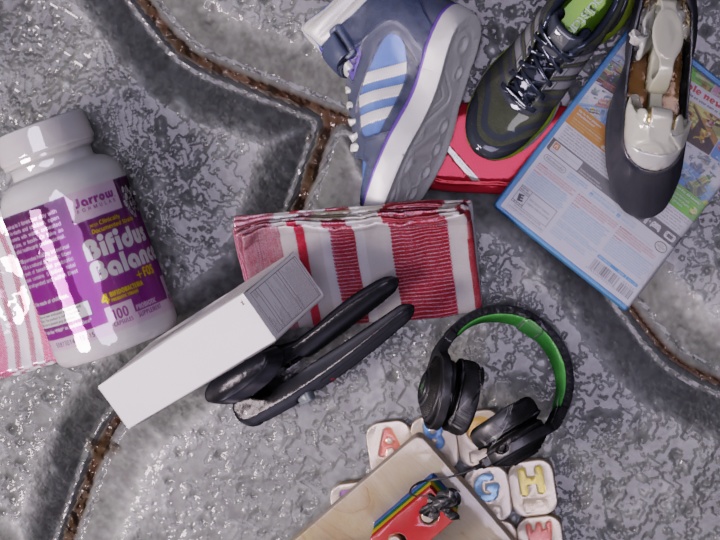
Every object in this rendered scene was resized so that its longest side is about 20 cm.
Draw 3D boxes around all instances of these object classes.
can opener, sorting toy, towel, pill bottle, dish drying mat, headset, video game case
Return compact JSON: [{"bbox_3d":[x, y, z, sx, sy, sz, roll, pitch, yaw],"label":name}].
[{"bbox_3d":[-0.037,0.073,1.517,0.199,0.079,0.064,-29,89,20],"label":"can opener"},{"bbox_3d":[0.041,0.282,1.537,0.199,0.070,0.200,-41,94,10],"label":"sorting toy"},{"bbox_3d":[0.000,0.000,1.500,0.198,0.023,0.145,-5,141,5],"label":"towel"},{"bbox_3d":[-0.238,-0.029,1.516,0.111,0.112,0.202,-20,95,7],"label":"pill bottle"},{"bbox_3d":[-0.364,0.036,1.576,0.198,0.030,0.148,-17,94,7],"label":"towel"},{"bbox_3d":[0.145,-0.102,1.522,0.198,0.018,0.078,3,95,5],"label":"dish drying mat"},{"bbox_3d":[0.104,0.118,1.488,0.123,0.094,0.201,33,70,-3],"label":"headset"},{"bbox_3d":[0.227,-0.089,1.498,0.143,0.018,0.201,38,89,1],"label":"video game case"}]

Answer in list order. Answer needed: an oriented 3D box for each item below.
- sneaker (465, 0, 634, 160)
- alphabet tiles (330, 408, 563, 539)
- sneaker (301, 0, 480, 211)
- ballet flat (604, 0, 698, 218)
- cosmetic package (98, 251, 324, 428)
[{"bbox_3d":[0.153,-0.179,1.474,0.074,0.081,0.201,35,92,7],"label":"sneaker"},{"bbox_3d":[0.076,0.224,1.568,0.198,0.015,0.198,-7,96,6],"label":"alphabet tiles"},{"bbox_3d":[0.006,-0.152,1.500,0.146,0.080,0.202,27,104,27],"label":"sneaker"},{"bbox_3d":[0.239,-0.144,1.456,0.072,0.073,0.202,8,89,4],"label":"ballet flat"},{"bbox_3d":[-0.125,0.060,1.486,0.199,0.082,0.051,-31,95,39],"label":"cosmetic package"}]
